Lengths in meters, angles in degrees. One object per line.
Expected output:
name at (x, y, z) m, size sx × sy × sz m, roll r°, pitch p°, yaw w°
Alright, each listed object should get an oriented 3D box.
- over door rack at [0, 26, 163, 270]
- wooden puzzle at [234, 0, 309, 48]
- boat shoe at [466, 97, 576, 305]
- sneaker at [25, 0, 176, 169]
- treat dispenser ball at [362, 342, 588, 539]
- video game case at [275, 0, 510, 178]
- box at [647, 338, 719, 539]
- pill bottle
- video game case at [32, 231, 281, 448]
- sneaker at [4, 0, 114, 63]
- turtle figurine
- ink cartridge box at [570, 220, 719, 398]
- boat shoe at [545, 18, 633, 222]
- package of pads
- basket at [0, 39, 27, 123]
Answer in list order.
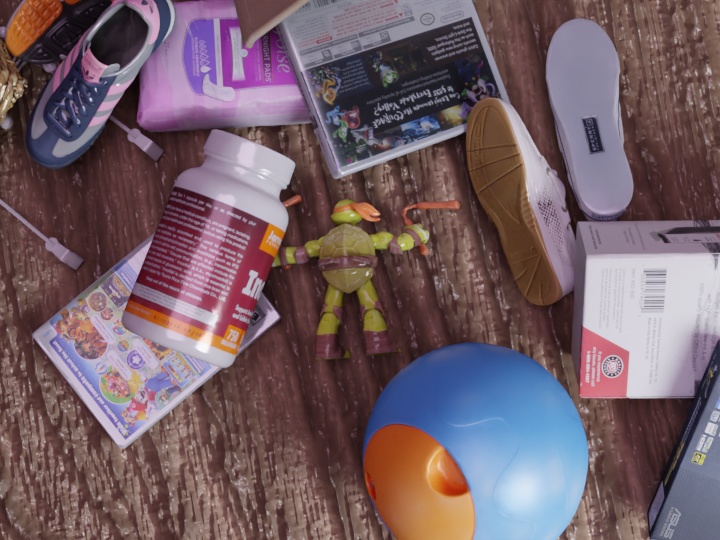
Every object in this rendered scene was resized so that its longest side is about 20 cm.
over door rack at (-0.311, -0.122, 1.381) m, size 0.200 × 0.067 × 0.148 m, roll 37°, pitch 89°, yaw 5°
wooden puzzle at (-0.048, -0.316, 1.261) m, size 0.200 × 0.046 × 0.186 m, roll -32°, pitch 60°, yaw 37°
boat shoe at (0.160, -0.070, 1.359) m, size 0.069 × 0.071 × 0.201 m, roll -23°, pitch 97°, yaw -38°
sneaker at (-0.248, -0.175, 1.305) m, size 0.070 × 0.082 × 0.200 m, roll 36°, pitch 102°, yaw -2°
treat dispenser ball at (0.101, 0.165, 1.274) m, size 0.199 × 0.201 × 0.202 m, roll 0°, pitch 86°, yaw 2°
video game case at (0.029, -0.201, 1.348) m, size 0.199 × 0.023 × 0.183 m, roll -21°, pitch 91°, yaw -25°
box at (0.364, 0.176, 1.292) m, size 0.157 × 0.051 × 0.201 m, roll 17°, pitch 116°, yaw 0°
pill bottle at (-0.135, -0.021, 1.324) m, size 0.112 × 0.113 × 0.201 m, roll 21°, pitch 87°, yaw 4°
video game case at (-0.196, 0.054, 1.387) m, size 0.200 × 0.018 × 0.143 m, roll -39°, pitch 86°, yaw -1°
sneaker at (-0.262, -0.272, 1.378) m, size 0.200 × 0.092 × 0.076 m, roll -43°, pitch 118°, yaw -13°
turtle figurine at (0.000, 0.000, 1.359) m, size 0.199 × 0.064 × 0.162 m, roll -5°, pitch 85°, yaw 2°
ink cartridge box at (0.297, 0.034, 1.308) m, size 0.199 × 0.083 × 0.148 m, roll 0°, pitch 116°, yaw 2°
boat shoe at (0.213, -0.137, 1.361) m, size 0.073 × 0.065 × 0.201 m, roll -2°, pitch 74°, yaw 1°
package of pads at (-0.116, -0.197, 1.373) m, size 0.199 × 0.076 × 0.121 m, roll -4°, pitch 84°, yaw 2°
basket at (-0.428, -0.198, 1.311) m, size 0.143 × 0.149 × 0.200 m, roll -46°, pitch 56°, yaw 16°
